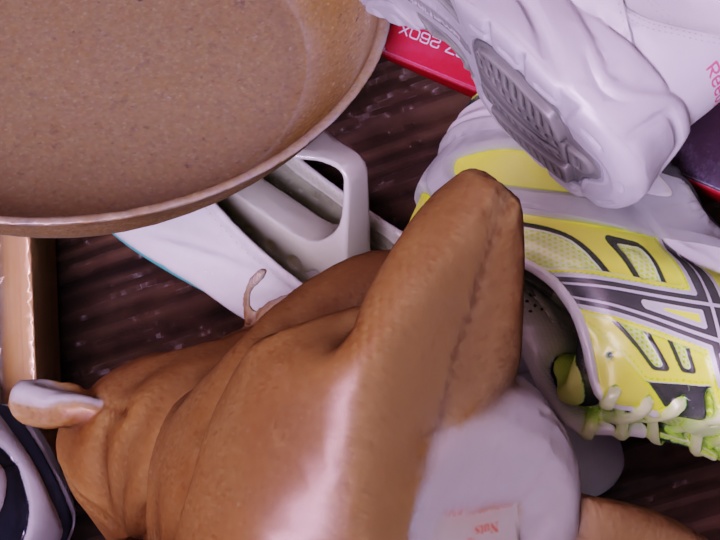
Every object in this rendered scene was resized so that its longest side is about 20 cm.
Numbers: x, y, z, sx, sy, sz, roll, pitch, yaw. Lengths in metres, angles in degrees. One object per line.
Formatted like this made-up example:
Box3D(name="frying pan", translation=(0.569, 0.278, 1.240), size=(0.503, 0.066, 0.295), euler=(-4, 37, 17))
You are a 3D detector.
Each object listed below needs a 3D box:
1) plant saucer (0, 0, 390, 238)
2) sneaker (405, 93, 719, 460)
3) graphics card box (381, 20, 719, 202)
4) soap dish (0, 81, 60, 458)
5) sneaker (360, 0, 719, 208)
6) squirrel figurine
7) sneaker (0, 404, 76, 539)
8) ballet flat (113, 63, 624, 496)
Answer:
Box3D(name="plant saucer", translation=(-0.090, -0.072, 0.848), size=(0.200, 0.200, 0.035), euler=(18, 138, 17))
Box3D(name="sneaker", translation=(0.098, 0.029, 0.804), size=(0.200, 0.075, 0.076), euler=(34, 62, 8))
Box3D(name="graphics card box", translation=(0.099, -0.133, 0.831), size=(0.125, 0.051, 0.200), euler=(25, 98, 16))
Box3D(name="soap dish", translation=(-0.171, 0.041, 0.907), size=(0.157, 0.081, 0.200), euler=(-2, 91, 18))
Box3D(name="sneaker", translation=(0.045, -0.109, 0.794), size=(0.099, 0.078, 0.200), euler=(-37, 66, -12))
Box3D(name="squirrel figurine", translation=(-0.037, 0.078, 0.746), size=(0.187, 0.142, 0.200), euler=(8, 52, 52))
Box3D(name="sneaker", translation=(-0.187, 0.111, 0.803), size=(0.199, 0.130, 0.080), euler=(-29, 82, 17))
Box3D(name="ballet flat", translation=(0.000, 0.000, 0.853), size=(0.200, 0.069, 0.069), euler=(33, 101, 17))
